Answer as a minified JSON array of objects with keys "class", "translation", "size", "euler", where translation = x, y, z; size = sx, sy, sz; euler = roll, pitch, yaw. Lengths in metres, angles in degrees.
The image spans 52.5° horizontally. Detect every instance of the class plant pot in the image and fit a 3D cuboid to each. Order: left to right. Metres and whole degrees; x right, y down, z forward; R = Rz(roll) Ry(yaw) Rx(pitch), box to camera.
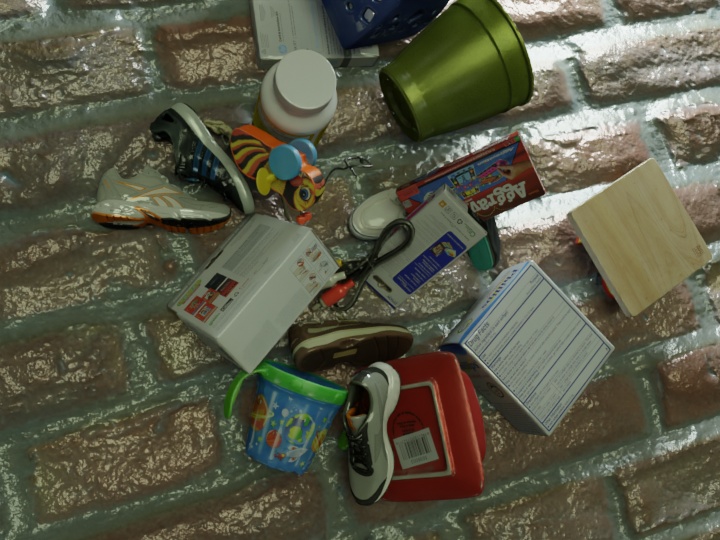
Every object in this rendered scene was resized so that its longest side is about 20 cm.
[{"class":"plant pot","translation":[0.051,-0.479,1.118],"size":[0.199,0.179,0.202],"euler":[-29,97,-43]},{"class":"plant pot","translation":[0.138,-0.307,1.162],"size":[0.191,0.200,0.202],"euler":[-30,89,-5]}]

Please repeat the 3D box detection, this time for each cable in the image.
[{"class":"cable","translation":[0.000,0.000,1.092],"size":[0.198,0.050,0.098],"euler":[-25,96,21]}]

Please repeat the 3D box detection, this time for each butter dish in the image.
[{"class":"butter dish","translation":[0.109,0.223,1.076],"size":[0.147,0.198,0.203],"euler":[-2,77,-50]}]

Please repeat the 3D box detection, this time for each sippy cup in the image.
[{"class":"sippy cup","translation":[-0.099,0.210,1.036],"size":[0.176,0.140,0.132],"euler":[19,87,10]}]

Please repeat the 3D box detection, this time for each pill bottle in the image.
[{"class":"pill bottle","translation":[-0.096,-0.239,1.071],"size":[0.111,0.200,0.114],"euler":[3,79,-14]}]

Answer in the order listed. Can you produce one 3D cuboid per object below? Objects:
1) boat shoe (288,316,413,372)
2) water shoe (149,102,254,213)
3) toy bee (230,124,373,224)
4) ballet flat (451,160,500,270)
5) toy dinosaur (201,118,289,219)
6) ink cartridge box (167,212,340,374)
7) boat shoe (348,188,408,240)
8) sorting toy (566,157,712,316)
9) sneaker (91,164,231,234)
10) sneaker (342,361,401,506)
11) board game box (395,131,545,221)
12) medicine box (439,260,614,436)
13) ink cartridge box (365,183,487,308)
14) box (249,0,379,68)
[{"class":"boat shoe","translation":[-0.015,0.097,1.101],"size":[0.200,0.075,0.075],"euler":[-1,42,-32]},{"class":"water shoe","translation":[-0.237,-0.153,1.092],"size":[0.079,0.072,0.201],"euler":[-36,84,-13]},{"class":"toy bee","translation":[-0.096,-0.123,1.006],"size":[0.130,0.199,0.110],"euler":[-14,125,-46]},{"class":"ballet flat","translation":[0.183,-0.096,1.156],"size":[0.073,0.073,0.202],"euler":[-32,122,-18]},{"class":"toy dinosaur","translation":[-0.164,-0.166,1.099],"size":[0.047,0.088,0.201],"euler":[-39,91,-7]},{"class":"ink cartridge box","translation":[-0.158,0.023,1.054],"size":[0.201,0.175,0.084],"euler":[-50,127,-16]},{"class":"boat shoe","translation":[0.076,-0.104,1.160],"size":[0.197,0.070,0.072],"euler":[-17,85,-17]},{"class":"sorting toy","translation":[0.465,-0.054,1.253],"size":[0.197,0.070,0.202],"euler":[-31,90,-17]},{"class":"sneaker","translation":[-0.286,-0.109,1.067],"size":[0.197,0.076,0.093],"euler":[4,75,-15]},{"class":"sneaker","translation":[0.004,0.230,1.020],"size":[0.079,0.073,0.203],"euler":[-6,101,-52]},{"class":"board game box","translation":[0.162,-0.118,1.085],"size":[0.198,0.020,0.103],"euler":[-23,117,21]},{"class":"medicine box","translation":[0.260,0.123,1.152],"size":[0.200,0.103,0.182],"euler":[45,73,-3]},{"class":"ink cartridge box","translation":[0.090,-0.033,1.115],"size":[0.095,0.037,0.200],"euler":[42,116,-14]},{"class":"box","translation":[-0.077,-0.410,1.189],"size":[0.197,0.041,0.158],"euler":[-6,81,-17]}]
